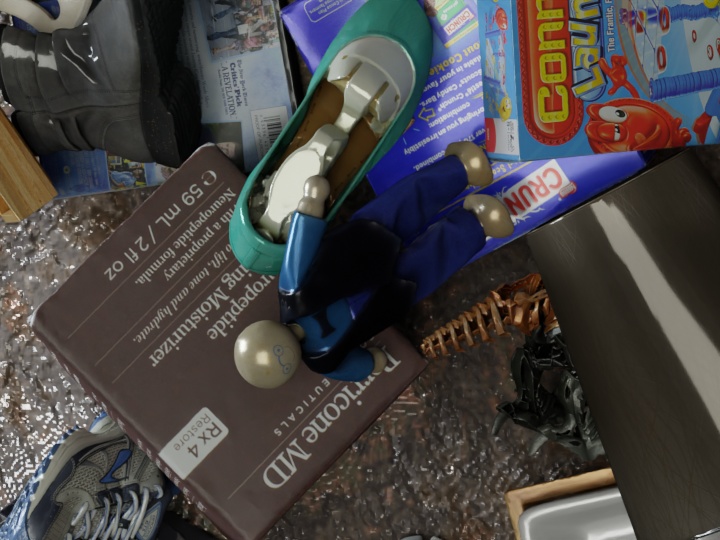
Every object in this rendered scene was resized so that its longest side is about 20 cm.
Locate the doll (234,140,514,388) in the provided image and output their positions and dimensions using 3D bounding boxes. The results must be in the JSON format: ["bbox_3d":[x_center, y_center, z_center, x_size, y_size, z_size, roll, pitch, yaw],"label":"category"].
[{"bbox_3d":[0.000,0.000,1.320,0.048,0.200,0.137,19,141,50],"label":"doll"}]

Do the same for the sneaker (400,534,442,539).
[{"bbox_3d":[0.082,0.273,1.504,0.200,0.087,0.075,42,108,3],"label":"sneaker"}]

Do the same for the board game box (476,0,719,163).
[{"bbox_3d":[0.169,-0.172,1.331,0.194,0.056,0.202,-6,97,-17],"label":"board game box"}]

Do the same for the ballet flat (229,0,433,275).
[{"bbox_3d":[-0.011,-0.085,1.341,0.067,0.070,0.201,33,82,-4],"label":"ballet flat"}]

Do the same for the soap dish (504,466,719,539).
[{"bbox_3d":[0.198,0.218,1.460,0.156,0.081,0.202,-15,97,18],"label":"soap dish"}]

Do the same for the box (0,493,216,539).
[{"bbox_3d":[-0.164,0.238,1.542,0.199,0.132,0.115,29,110,8],"label":"box"}]

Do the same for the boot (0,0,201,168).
[{"bbox_3d":[-0.182,-0.151,1.448,0.130,0.070,0.201,7,126,14],"label":"boot"}]

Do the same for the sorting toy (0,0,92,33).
[{"bbox_3d":[-0.233,-0.248,1.479,0.198,0.107,0.182,18,113,12],"label":"sorting toy"}]

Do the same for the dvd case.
[{"bbox_3d":[-0.137,-0.131,1.515,0.198,0.018,0.144,-7,99,18],"label":"dvd case"}]

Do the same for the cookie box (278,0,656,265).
[{"bbox_3d":[0.070,-0.120,1.426,0.170,0.075,0.201,-27,92,19],"label":"cookie box"}]

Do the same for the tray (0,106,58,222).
[{"bbox_3d":[-0.278,-0.125,1.500,0.037,0.099,0.201,-36,99,-12],"label":"tray"}]

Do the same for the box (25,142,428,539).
[{"bbox_3d":[-0.086,0.054,1.436,0.200,0.164,0.166,44,81,3],"label":"box"}]

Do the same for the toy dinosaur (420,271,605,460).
[{"bbox_3d":[0.131,0.042,1.408,0.198,0.102,0.137,2,103,-6],"label":"toy dinosaur"}]

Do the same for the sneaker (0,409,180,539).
[{"bbox_3d":[-0.169,0.149,1.488,0.085,0.200,0.077,36,117,6],"label":"sneaker"}]

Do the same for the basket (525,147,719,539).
[{"bbox_3d":[0.192,0.041,1.312,0.180,0.136,0.201,-27,91,46],"label":"basket"}]
